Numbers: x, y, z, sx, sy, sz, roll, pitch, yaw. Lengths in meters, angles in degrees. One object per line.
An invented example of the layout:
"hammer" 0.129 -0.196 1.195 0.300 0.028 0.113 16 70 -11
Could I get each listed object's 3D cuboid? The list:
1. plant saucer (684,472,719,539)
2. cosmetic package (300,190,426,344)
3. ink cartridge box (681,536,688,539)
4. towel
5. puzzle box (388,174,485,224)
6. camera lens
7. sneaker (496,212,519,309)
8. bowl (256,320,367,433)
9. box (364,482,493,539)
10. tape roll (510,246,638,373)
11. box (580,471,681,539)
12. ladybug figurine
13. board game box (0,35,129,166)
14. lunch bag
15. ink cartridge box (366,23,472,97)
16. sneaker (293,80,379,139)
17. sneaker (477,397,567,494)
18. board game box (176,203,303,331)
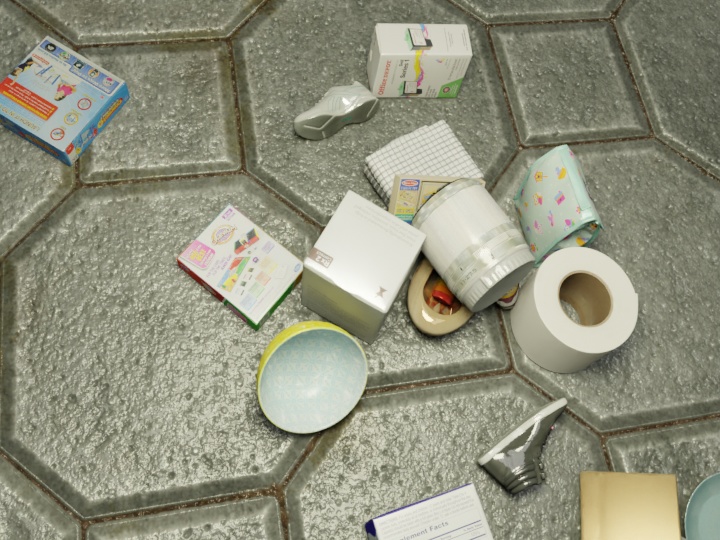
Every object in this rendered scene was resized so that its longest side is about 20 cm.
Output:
"plant saucer" 0.666 0.460 1.243 0.196 0.039 0.206 0 76 1
"cosmetic package" 0.000 0.000 1.261 0.163 0.201 0.167 29 68 4
"ink cartridge box" 0.484 0.535 1.186 0.102 0.059 0.202 27 67 4
"towel" 0.125 -0.196 1.427 0.198 0.086 0.167 -29 73 -16
"puzzle box" 0.144 -0.115 1.349 0.196 0.136 0.025 -2 23 -27
"camera lens" 0.196 -0.050 1.253 0.158 0.161 0.201 -30 71 -18
"sneaker" 0.268 -0.023 1.378 0.073 0.091 0.204 -7 59 12
"bowl" -0.095 0.166 1.219 0.197 0.204 0.108 -18 28 -15
"box" 0.125 0.476 1.136 0.180 0.105 0.203 -14 71 -13
"tape roll" 0.397 0.077 1.320 0.198 0.140 0.207 3 67 -7
"box" 0.455 0.444 1.184 0.160 0.021 0.203 -5 55 23
"ladybug figurine" 0.161 0.040 1.337 0.134 0.072 0.201 31 66 8
"board game box" -0.602 -0.340 1.398 0.198 0.056 0.198 30 67 5
"lunch bag" 0.392 -0.125 1.369 0.119 0.201 0.174 -8 68 -11
"ink cartridge box" 0.121 -0.444 1.492 0.195 0.145 0.086 -2 67 -9
"sneaker" -0.060 -0.337 1.472 0.198 0.071 0.081 -25 63 -23
"sneaker" 0.312 0.318 1.250 0.198 0.071 0.100 -35 78 -13
"board game box" -0.222 -0.009 1.323 0.199 0.040 0.153 38 68 8
